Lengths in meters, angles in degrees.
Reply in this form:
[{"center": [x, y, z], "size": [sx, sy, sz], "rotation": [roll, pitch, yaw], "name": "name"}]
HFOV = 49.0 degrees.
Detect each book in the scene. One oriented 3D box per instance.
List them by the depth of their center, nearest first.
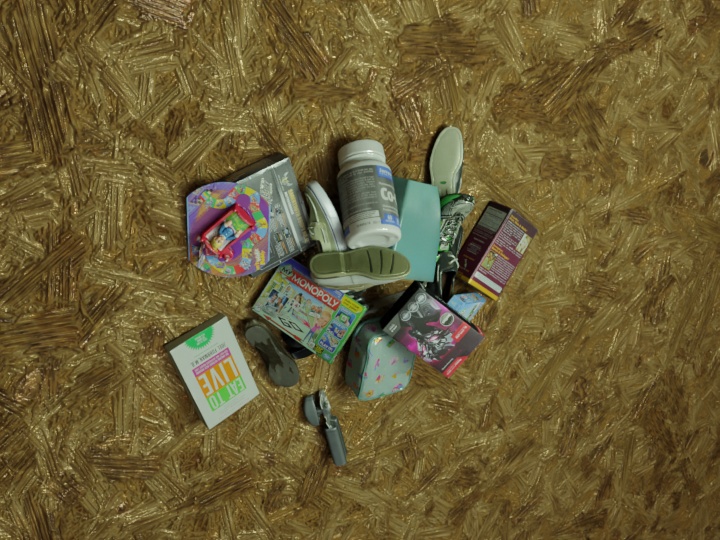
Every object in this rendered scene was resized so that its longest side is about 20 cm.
[{"center": [-0.300, 0.204, 1.615], "size": [0.133, 0.048, 0.201], "rotation": [-32, 120, -23], "name": "book"}]

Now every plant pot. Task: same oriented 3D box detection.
[{"center": [0.082, -0.094, 1.672], "size": [0.141, 0.141, 0.202], "rotation": [6, 100, -42], "name": "plant pot"}]

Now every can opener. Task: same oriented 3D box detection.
[{"center": [-0.076, 0.111, 1.695], "size": [0.199, 0.063, 0.079], "rotation": [-32, 140, -8], "name": "can opener"}, {"center": [-0.082, 0.362, 1.814], "size": [0.066, 0.053, 0.201], "rotation": [-9, 118, 7], "name": "can opener"}]

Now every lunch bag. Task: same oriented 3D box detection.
[{"center": [0.052, 0.194, 1.784], "size": [0.159, 0.077, 0.201], "rotation": [-14, 131, -31], "name": "lunch bag"}]

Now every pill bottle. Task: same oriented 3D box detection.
[{"center": [0.013, -0.150, 1.577], "size": [0.113, 0.114, 0.202], "rotation": [4, 68, -33], "name": "pill bottle"}]

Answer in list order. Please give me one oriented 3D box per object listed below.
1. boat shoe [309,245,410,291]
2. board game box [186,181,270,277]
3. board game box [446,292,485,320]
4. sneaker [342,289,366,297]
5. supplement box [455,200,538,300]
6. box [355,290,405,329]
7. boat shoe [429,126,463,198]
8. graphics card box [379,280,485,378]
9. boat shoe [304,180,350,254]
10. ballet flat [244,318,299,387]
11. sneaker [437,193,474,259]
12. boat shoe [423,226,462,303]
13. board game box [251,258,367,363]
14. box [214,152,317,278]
[{"center": [0.000, 0.000, 1.571], "size": [0.198, 0.075, 0.069], "rotation": [1, 149, 2], "name": "boat shoe"}, {"center": [-0.250, -0.066, 1.489], "size": [0.157, 0.039, 0.201], "rotation": [3, 119, -5], "name": "board game box"}, {"center": [0.208, 0.120, 1.816], "size": [0.152, 0.037, 0.200], "rotation": [-54, 163, 14], "name": "board game box"}, {"center": [-0.052, 0.034, 1.674], "size": [0.199, 0.073, 0.072], "rotation": [-23, 164, -15], "name": "sneaker"}, {"center": [0.314, -0.047, 1.871], "size": [0.110, 0.086, 0.201], "rotation": [30, 91, -36], "name": "supplement box"}, {"center": [0.042, 0.090, 1.783], "size": [0.199, 0.039, 0.042], "rotation": [-15, 117, -27], "name": "box"}, {"center": [0.191, -0.218, 1.753], "size": [0.071, 0.068, 0.202], "rotation": [7, 104, 12], "name": "boat shoe"}, {"center": [0.154, 0.126, 1.688], "size": [0.200, 0.051, 0.126], "rotation": [38, 103, -19], "name": "graphics card box"}, {"center": [-0.072, -0.081, 1.574], "size": [0.062, 0.072, 0.201], "rotation": [-27, 116, -10], "name": "boat shoe"}, {"center": [-0.187, 0.172, 1.671], "size": [0.067, 0.046, 0.201], "rotation": [-27, 126, 6], "name": "ballet flat"}, {"center": [0.189, -0.089, 1.705], "size": [0.077, 0.086, 0.200], "rotation": [9, 138, -22], "name": "sneaker"}, {"center": [0.202, -0.014, 1.811], "size": [0.072, 0.067, 0.201], "rotation": [19, 88, -39], "name": "boat shoe"}, {"center": [-0.105, 0.078, 1.612], "size": [0.135, 0.199, 0.029], "rotation": [-57, 170, -1], "name": "board game box"}, {"center": [-0.187, -0.109, 1.559], "size": [0.158, 0.048, 0.201], "rotation": [-30, 122, -21], "name": "box"}]
